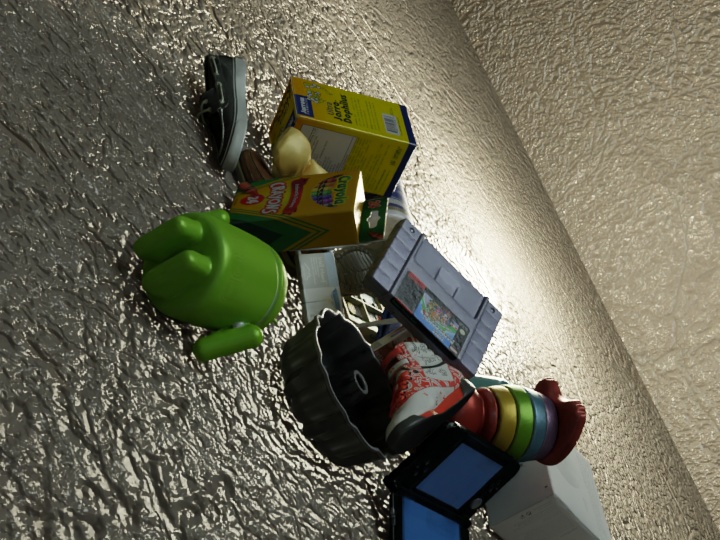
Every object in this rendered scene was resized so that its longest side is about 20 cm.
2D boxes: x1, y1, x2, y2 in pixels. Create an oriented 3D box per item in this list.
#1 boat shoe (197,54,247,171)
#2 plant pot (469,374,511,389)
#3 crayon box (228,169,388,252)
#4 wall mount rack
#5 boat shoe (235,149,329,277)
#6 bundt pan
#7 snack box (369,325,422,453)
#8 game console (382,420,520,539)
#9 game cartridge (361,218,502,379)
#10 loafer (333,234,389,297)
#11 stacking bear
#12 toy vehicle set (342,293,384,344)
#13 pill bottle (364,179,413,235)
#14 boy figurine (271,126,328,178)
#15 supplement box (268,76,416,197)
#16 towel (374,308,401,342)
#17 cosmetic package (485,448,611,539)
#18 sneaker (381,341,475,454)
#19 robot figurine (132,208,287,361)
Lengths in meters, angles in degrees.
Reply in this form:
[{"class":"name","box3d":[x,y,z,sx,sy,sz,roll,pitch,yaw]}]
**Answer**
[{"class":"boat shoe","box3d":[-0.197,-0.222,1.563,0.063,0.071,0.201,11,50,-20]},{"class":"plant pot","box3d":[0.176,0.233,1.670,0.200,0.135,0.200,48,21,-26]},{"class":"crayon box","box3d":[-0.067,-0.077,1.446,0.127,0.199,0.051,-84,167,-61]},{"class":"wall mount rack","box3d":[-0.014,0.019,1.497,0.173,0.074,0.201,-5,83,-42]},{"class":"boat shoe","box3d":[-0.107,-0.092,1.567,0.200,0.068,0.072,61,20,7]},{"class":"bundt pan","box3d":[-0.029,0.152,1.367,0.202,0.076,0.202,52,19,-27]},{"class":"snack box","box3d":[0.074,0.174,1.531,0.024,0.072,0.201,29,-34,61]},{"class":"game console","box3d":[0.126,0.311,1.422,0.200,0.176,0.116,37,12,-48]},{"class":"game cartridge","box3d":[0.100,0.039,1.498,0.200,0.038,0.130,44,43,-15]},{"class":"loafer","box3d":[0.000,0.000,1.618,0.200,0.067,0.076,-17,82,-54]},{"class":"stacking bear","box3d":[0.185,0.202,1.528,0.199,0.114,0.121,11,15,-24]},{"class":"toy vehicle set","box3d":[0.006,0.052,1.687,0.200,0.026,0.125,28,35,-55]},{"class":"pill bottle","box3d":[0.020,-0.119,1.849,0.111,0.111,0.200,40,27,-41]},{"class":"boy figurine","box3d":[-0.081,-0.138,1.650,0.124,0.065,0.200,18,-20,34]},{"class":"supplement box","box3d":[-0.030,-0.207,1.739,0.199,0.109,0.110,12,40,-21]},{"class":"towel","box3d":[0.086,0.091,1.698,0.200,0.024,0.147,20,85,-58]},{"class":"cosmetic package","box3d":[0.290,0.355,1.779,0.200,0.123,0.200,45,23,-31]},{"class":"sneaker","box3d":[0.057,0.153,1.394,0.108,0.067,0.201,42,30,16]},{"class":"robot figurine","box3d":[-0.157,0.007,1.225,0.200,0.115,0.176,26,38,-57]}]
